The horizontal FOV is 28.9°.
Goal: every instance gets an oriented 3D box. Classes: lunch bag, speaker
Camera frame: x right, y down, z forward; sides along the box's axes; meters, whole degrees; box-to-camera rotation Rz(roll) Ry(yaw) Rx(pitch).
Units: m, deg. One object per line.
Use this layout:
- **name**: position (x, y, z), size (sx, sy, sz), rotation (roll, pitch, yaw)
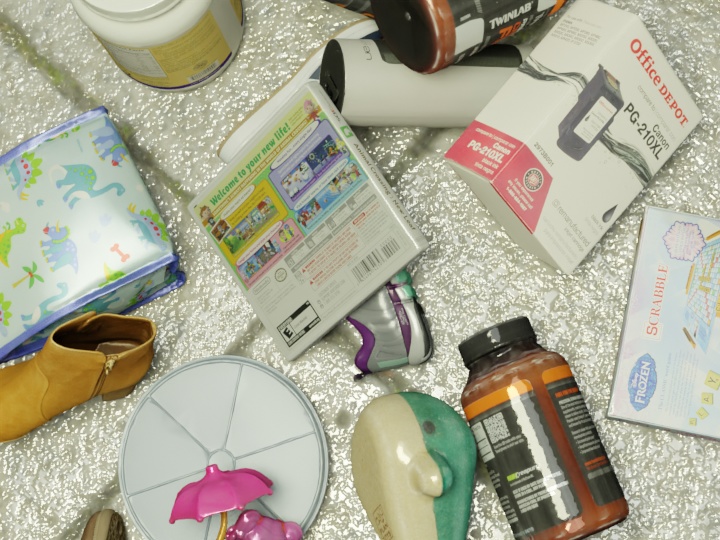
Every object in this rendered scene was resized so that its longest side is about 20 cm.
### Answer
- **lunch bag**: position (-0.287, -0.027, 1.311), size (0.199, 0.128, 0.171), rotation (-27, 78, -10)
- **speaker**: position (0.064, -0.171, 1.293), size (0.198, 0.081, 0.082), rotation (-1, 78, -19)

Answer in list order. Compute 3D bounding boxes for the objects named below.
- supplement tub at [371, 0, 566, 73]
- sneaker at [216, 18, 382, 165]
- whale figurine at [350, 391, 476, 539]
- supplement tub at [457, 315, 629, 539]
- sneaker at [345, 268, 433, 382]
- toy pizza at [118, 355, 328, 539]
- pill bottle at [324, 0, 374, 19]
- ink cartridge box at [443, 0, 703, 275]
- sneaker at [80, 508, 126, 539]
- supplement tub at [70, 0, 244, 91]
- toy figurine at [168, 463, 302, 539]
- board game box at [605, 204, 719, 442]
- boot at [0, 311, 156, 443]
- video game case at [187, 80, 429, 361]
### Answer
- **supplement tub**: position (0.114, -0.257, 1.225), size (0.199, 0.107, 0.107), rotation (-29, 77, -21)
- **sneaker**: position (-0.031, -0.141, 1.337), size (0.200, 0.070, 0.109), rotation (-43, 78, 0)
- **whale figurine**: position (0.063, 0.203, 1.229), size (0.103, 0.159, 0.201), rotation (-9, 64, -20)
- **supplement tub**: position (0.156, 0.145, 1.247), size (0.106, 0.107, 0.201), rotation (-21, 78, 1)
- **sneaker**: position (0.000, 0.000, 1.308), size (0.087, 0.074, 0.201), rotation (-19, 79, 6)
- **toy pizza**: position (-0.127, 0.180, 1.303), size (0.198, 0.032, 0.202), rotation (-1, 83, 6)
- **pill bottle**: position (0.036, -0.284, 1.315), size (0.199, 0.106, 0.107), rotation (17, 80, -20)
- **ink cartridge box**: position (0.196, -0.123, 1.269), size (0.200, 0.145, 0.084), rotation (-49, 37, -5)
- **sneaker**: position (-0.266, 0.316, 1.273), size (0.075, 0.070, 0.202), rotation (5, 78, 11)
- **supplement tub**: position (-0.193, -0.263, 1.308), size (0.144, 0.200, 0.147), rotation (-1, 79, 5)
- **toy figurine**: position (-0.114, 0.267, 1.223), size (0.199, 0.150, 0.185), rotation (24, 87, -19)
- **board game box**: position (0.339, 0.057, 1.279), size (0.198, 0.041, 0.202), rotation (12, 81, 7)
- **boot**: position (-0.284, 0.089, 1.252), size (0.200, 0.144, 0.071), rotation (-13, 68, -19)
- **video game case**: position (-0.053, -0.042, 1.282), size (0.200, 0.022, 0.183), rotation (-41, 80, 36)
